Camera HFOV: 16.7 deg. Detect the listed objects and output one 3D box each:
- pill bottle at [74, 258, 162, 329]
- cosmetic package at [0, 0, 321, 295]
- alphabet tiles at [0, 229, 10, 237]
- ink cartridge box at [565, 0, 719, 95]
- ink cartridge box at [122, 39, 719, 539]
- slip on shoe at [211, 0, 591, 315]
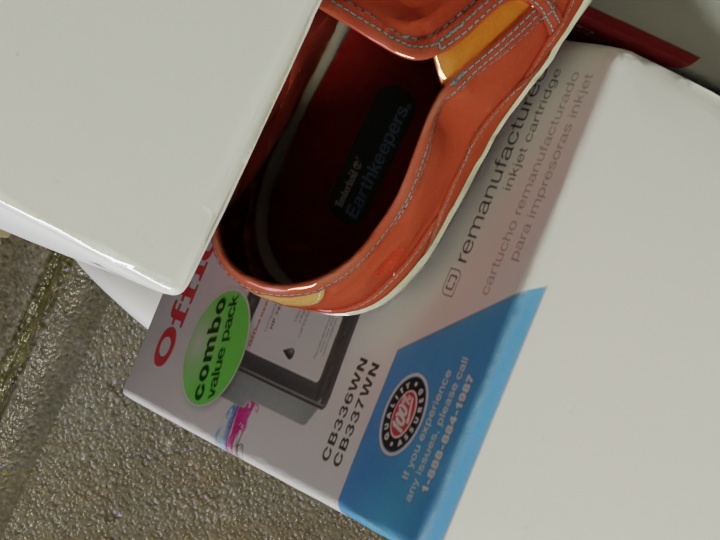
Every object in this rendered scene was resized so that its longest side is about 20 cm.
[{"bbox_3d":[-0.014,-0.055,0.962,0.116,0.200,0.116,40,-177,-2],"label":"pill bottle"},{"bbox_3d":[-0.081,-0.117,0.613,0.123,0.201,0.199,26,176,-23],"label":"cosmetic package"},{"bbox_3d":[-0.192,-0.053,0.679,0.167,0.008,0.200,31,-176,6],"label":"alphabet tiles"},{"bbox_3d":[0.089,-0.092,0.765,0.144,0.084,0.200,24,176,-7],"label":"ink cartridge box"},{"bbox_3d":[0.050,0.016,0.753,0.146,0.147,0.200,24,177,-30],"label":"ink cartridge box"},{"bbox_3d":[0.017,-0.074,0.628,0.074,0.200,0.061,32,-160,18],"label":"slip on shoe"}]
